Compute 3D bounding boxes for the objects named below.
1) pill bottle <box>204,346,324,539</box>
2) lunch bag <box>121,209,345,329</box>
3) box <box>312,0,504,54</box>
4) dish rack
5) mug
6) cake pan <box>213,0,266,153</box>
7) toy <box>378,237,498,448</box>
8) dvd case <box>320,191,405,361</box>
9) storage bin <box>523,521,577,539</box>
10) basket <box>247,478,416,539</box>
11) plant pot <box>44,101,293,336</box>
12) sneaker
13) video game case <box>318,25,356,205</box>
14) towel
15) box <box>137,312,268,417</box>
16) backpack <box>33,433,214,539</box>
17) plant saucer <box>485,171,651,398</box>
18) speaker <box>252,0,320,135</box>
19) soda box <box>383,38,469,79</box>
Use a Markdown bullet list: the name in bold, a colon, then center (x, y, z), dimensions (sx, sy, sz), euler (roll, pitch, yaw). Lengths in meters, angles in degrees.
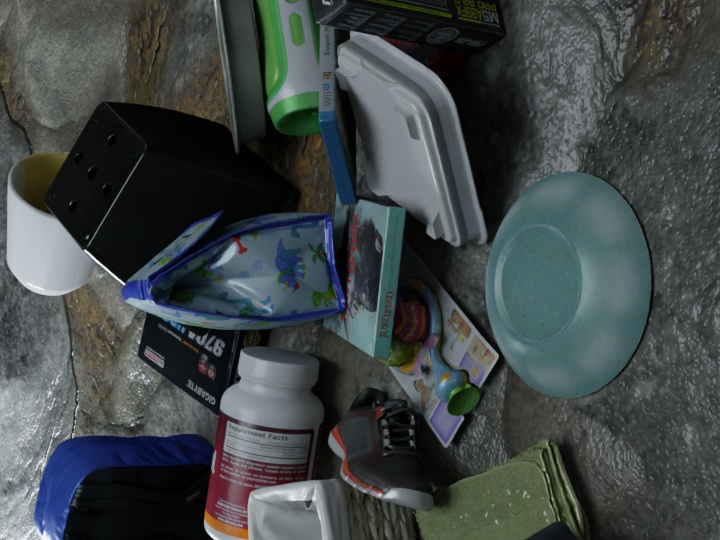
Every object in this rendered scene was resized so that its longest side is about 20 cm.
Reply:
- **pill bottle**: center (-0.099, 0.187, 1.577), dimensions (0.113, 0.113, 0.201), euler (18, 101, 51)
- **lunch bag**: center (-0.138, 0.005, 1.525), dimensions (0.170, 0.199, 0.128), euler (170, 89, -73)
- **box**: center (0.034, -0.291, 1.362), dimensions (0.044, 0.200, 0.161), euler (-28, 68, 46)
- **dish rack**: center (0.040, -0.117, 1.384), dimensions (0.172, 0.043, 0.200), euler (41, 156, 45)
- **mug**: center (-0.392, -0.059, 1.974), dimensions (0.149, 0.187, 0.153), euler (30, 125, 14)
- **cake pan**: center (-0.133, -0.230, 1.630), dimensions (0.200, 0.037, 0.201), euler (172, 90, -85)
- **toy**: center (0.048, 0.065, 1.449), dimensions (0.200, 0.047, 0.115), euler (50, 125, 40)
- **dvd case**: center (0.000, 0.000, 1.478), dimensions (0.200, 0.022, 0.147), euler (-152, 67, -73)
- **storage bin**: center (0.156, 0.300, 1.194), dimensions (0.200, 0.134, 0.146), euler (54, 132, 9)
- **basket**: center (-0.020, 0.307, 1.462), dimensions (0.135, 0.123, 0.201), euler (-19, 74, 49)
- **plant pot**: center (-0.231, -0.079, 1.663), dimensions (0.200, 0.177, 0.200), euler (-57, 41, 9)
- **sneaker**: center (0.023, 0.165, 1.429), dimensions (0.082, 0.077, 0.200), euler (-67, 25, 8)
- **video game case**: center (-0.022, -0.186, 1.461), dimensions (0.143, 0.018, 0.201), euler (76, -168, -58)
- **towel**: center (0.132, 0.249, 1.342), dimensions (0.200, 0.036, 0.149), euler (-35, 63, 44)
- **box**: center (-0.182, 0.063, 1.742), dimensions (0.200, 0.046, 0.160), euler (28, 109, 48)
- **backpack**: center (-0.280, 0.272, 1.733), dimensions (0.168, 0.200, 0.163), euler (23, 107, 50)
- **plant saucer**: center (0.168, 0.012, 1.306), dimensions (0.201, 0.039, 0.202), euler (-3, 86, 51)
- **speaker**: center (-0.070, -0.250, 1.582), dimensions (0.088, 0.088, 0.201), euler (-29, 64, 47)
- **soda box**: center (0.038, -0.281, 1.462), dimensions (0.063, 0.070, 0.201), euler (-39, 58, 43)
